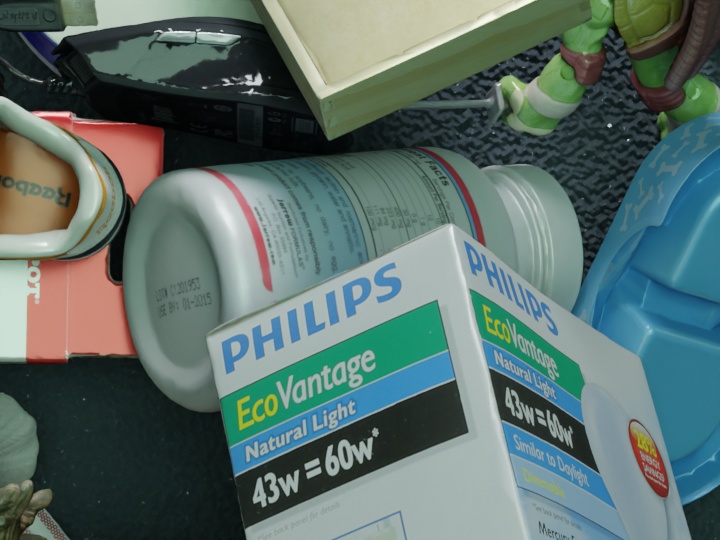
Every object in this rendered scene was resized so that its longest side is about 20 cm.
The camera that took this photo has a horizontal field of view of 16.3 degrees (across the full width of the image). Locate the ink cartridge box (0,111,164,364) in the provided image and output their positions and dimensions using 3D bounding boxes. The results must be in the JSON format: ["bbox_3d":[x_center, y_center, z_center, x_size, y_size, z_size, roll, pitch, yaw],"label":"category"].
[{"bbox_3d":[-0.193,-0.015,1.178,0.198,0.067,0.117,2,87,-7],"label":"ink cartridge box"}]

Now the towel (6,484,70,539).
[{"bbox_3d":[-0.230,0.170,1.184,0.200,0.030,0.147,-38,89,-8],"label":"towel"}]

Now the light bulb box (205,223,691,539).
[{"bbox_3d":[0.051,0.117,1.043,0.124,0.198,0.201,-24,62,21],"label":"light bulb box"}]

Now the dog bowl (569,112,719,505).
[{"bbox_3d":[0.156,0.015,1.190,0.111,0.050,0.201,16,108,-30],"label":"dog bowl"}]

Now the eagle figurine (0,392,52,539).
[{"bbox_3d":[-0.241,0.096,1.105,0.199,0.151,0.153,17,69,6],"label":"eagle figurine"}]

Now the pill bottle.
[{"bbox_3d":[0.000,0.000,1.153,0.199,0.108,0.110,-6,87,-33],"label":"pill bottle"}]

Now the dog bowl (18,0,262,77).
[{"bbox_3d":[-0.083,-0.176,1.196,0.198,0.079,0.202,0,86,-7],"label":"dog bowl"}]

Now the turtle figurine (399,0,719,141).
[{"bbox_3d":[0.107,-0.136,1.186,0.199,0.194,0.145,-19,62,29],"label":"turtle figurine"}]

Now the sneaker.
[{"bbox_3d":[-0.201,-0.048,1.106,0.198,0.079,0.079,6,86,-5],"label":"sneaker"}]

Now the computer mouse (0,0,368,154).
[{"bbox_3d":[-0.094,-0.099,1.083,0.198,0.141,0.046,8,76,5],"label":"computer mouse"}]

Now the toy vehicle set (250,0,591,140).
[{"bbox_3d":[0.002,-0.157,1.094,0.124,0.027,0.201,-24,53,-6],"label":"toy vehicle set"}]
